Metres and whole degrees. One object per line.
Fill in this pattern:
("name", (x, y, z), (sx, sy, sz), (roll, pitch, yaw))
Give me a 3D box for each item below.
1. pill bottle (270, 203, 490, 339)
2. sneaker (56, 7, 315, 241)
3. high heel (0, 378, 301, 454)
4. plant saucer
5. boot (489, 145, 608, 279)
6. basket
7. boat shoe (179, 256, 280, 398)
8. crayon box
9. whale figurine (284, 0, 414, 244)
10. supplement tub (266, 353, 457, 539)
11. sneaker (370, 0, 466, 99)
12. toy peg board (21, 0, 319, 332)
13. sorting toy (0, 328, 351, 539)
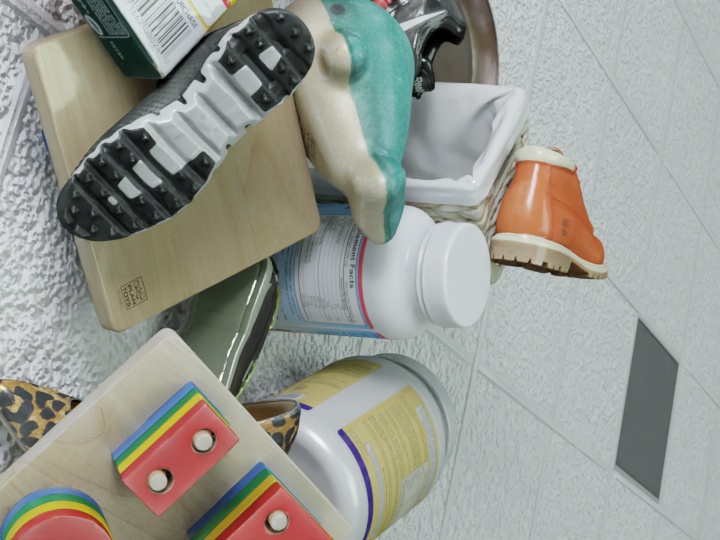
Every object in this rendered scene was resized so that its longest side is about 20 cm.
("pill bottle", (0.000, 0.000, 1.072), (0.109, 0.199, 0.110), (-8, 99, -59))
("sneaker", (-0.117, -0.096, 0.858), (0.200, 0.090, 0.067), (-43, 112, -1))
("high heel", (-0.141, 0.095, 0.888), (0.200, 0.142, 0.072), (42, 14, -35))
("plant saucer", (0.091, -0.220, 1.376), (0.200, 0.032, 0.202), (-5, 96, -58))
("boot", (0.172, -0.048, 1.132), (0.200, 0.074, 0.108), (16, 80, -66))
("basket", (0.045, -0.079, 1.153), (0.136, 0.199, 0.124), (-60, 146, -37))
("boat shoe", (-0.116, 0.076, 1.001), (0.202, 0.071, 0.061), (-64, 158, -15))
("crayon box", (-0.111, -0.237, 0.851), (0.200, 0.051, 0.127), (-50, 127, -25))
("whale figurine", (0.004, -0.120, 0.989), (0.160, 0.103, 0.201), (91, -20, -55))
("supplement tub", (-0.016, 0.156, 1.110), (0.200, 0.144, 0.147), (-24, 112, -56))
("sneaker", (0.008, -0.170, 1.100), (0.200, 0.098, 0.071), (-41, 169, 1))
("toy peg board", (-0.149, -0.091, 0.943), (0.199, 0.097, 0.201), (-29, 116, -38))
("sorting toy", (-0.128, 0.180, 0.847), (0.199, 0.070, 0.200), (-42, 113, -6))
